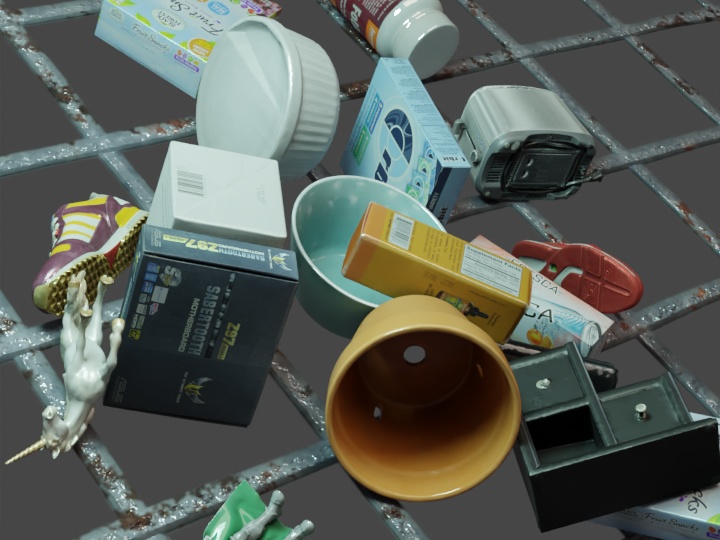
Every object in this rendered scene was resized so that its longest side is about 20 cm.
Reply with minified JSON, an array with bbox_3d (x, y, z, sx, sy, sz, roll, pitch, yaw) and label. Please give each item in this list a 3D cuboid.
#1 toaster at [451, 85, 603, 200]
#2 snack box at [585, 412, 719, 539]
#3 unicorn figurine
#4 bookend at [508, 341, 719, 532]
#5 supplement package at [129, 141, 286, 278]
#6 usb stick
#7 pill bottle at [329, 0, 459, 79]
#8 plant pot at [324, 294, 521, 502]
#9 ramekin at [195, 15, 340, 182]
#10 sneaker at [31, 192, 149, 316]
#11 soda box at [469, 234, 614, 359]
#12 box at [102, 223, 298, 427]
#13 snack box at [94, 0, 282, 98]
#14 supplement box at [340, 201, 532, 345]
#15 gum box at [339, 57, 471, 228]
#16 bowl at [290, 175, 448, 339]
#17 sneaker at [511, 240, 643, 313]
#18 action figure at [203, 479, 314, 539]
[{"bbox_3d":[0.221,-0.172,2.021,0.197,0.115,0.130,-2,43,-25],"label":"toaster"},{"bbox_3d":[0.341,0.218,1.615,0.198,0.053,0.143,11,47,24],"label":"snack box"},{"bbox_3d":[-0.275,0.091,1.489,0.073,0.139,0.201,16,23,-5],"label":"unicorn figurine"},{"bbox_3d":[0.253,0.150,1.604,0.197,0.093,0.200,-15,40,1],"label":"bookend"},{"bbox_3d":[-0.164,-0.012,1.582,0.118,0.201,0.122,9,41,-18],"label":"supplement package"},{"bbox_3d":[0.196,0.112,1.727,0.197,0.056,0.033,14,9,-5],"label":"usb stick"},{"bbox_3d":[0.045,-0.368,2.151,0.113,0.115,0.200,-15,52,-37],"label":"pill bottle"},{"bbox_3d":[0.061,0.116,1.574,0.197,0.202,0.140,16,24,-9],"label":"plant pot"},{"bbox_3d":[-0.107,-0.198,1.830,0.093,0.203,0.203,5,41,-38],"label":"ramekin"},{"bbox_3d":[-0.308,-0.020,1.631,0.089,0.076,0.200,24,32,14],"label":"sneaker"},{"bbox_3d":[0.195,0.044,1.798,0.199,0.064,0.068,33,40,17],"label":"soda box"},{"bbox_3d":[-0.161,0.059,1.506,0.156,0.202,0.051,10,36,-17],"label":"box"},{"bbox_3d":[-0.225,-0.331,2.013,0.168,0.068,0.200,32,42,9],"label":"snack box"},{"bbox_3d":[0.084,0.003,1.635,0.198,0.067,0.069,25,39,-5],"label":"supplement box"},{"bbox_3d":[0.051,-0.128,1.842,0.044,0.171,0.201,-1,45,-28],"label":"gum box"},{"bbox_3d":[0.000,0.000,1.719,0.198,0.106,0.202,14,45,-14],"label":"bowl"},{"bbox_3d":[0.288,-0.004,1.851,0.114,0.079,0.199,-9,22,-39],"label":"sneaker"},{"bbox_3d":[-0.126,0.281,1.396,0.118,0.055,0.200,39,46,14],"label":"action figure"}]
